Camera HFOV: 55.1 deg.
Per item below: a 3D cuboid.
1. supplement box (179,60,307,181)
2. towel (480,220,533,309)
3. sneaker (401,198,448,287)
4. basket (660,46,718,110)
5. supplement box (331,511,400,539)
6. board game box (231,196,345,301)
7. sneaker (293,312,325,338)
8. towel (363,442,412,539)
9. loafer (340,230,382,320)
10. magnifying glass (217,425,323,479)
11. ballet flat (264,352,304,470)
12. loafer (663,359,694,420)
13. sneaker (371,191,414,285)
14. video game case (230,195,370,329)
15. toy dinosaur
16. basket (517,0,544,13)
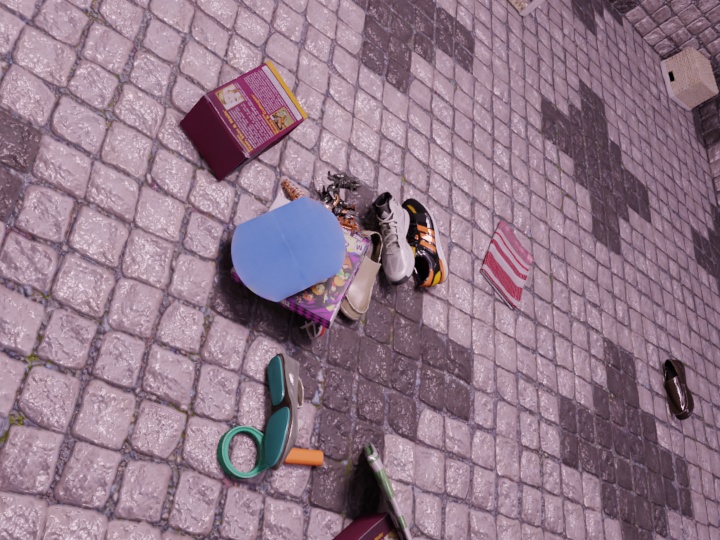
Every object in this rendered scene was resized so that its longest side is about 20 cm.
[{"bbox_3d":[-0.211,-0.277,1.272,0.132,0.102,0.200,54,43,-9],"label":"supplement box"},{"bbox_3d":[0.379,-0.017,1.774,0.144,0.023,0.202,46,46,-17],"label":"towel"},{"bbox_3d":[0.128,-0.062,1.518,0.089,0.069,0.206,-14,83,-49],"label":"sneaker"},{"bbox_3d":[1.500,-0.877,3.148,0.196,0.159,0.204,13,63,-37],"label":"basket"},{"bbox_3d":[0.029,0.524,1.139,0.109,0.085,0.205,-21,86,-47],"label":"supplement box"},{"bbox_3d":[-0.121,-0.030,1.183,0.196,0.039,0.161,-25,69,-13],"label":"board game box"},{"bbox_3d":[-0.078,0.025,1.281,0.084,0.076,0.206,13,63,-44],"label":"sneaker"},{"bbox_3d":[0.054,0.405,1.193,0.023,0.153,0.205,-22,84,-6],"label":"towel"},{"bbox_3d":[0.000,0.000,1.368,0.075,0.068,0.205,28,54,-30],"label":"loafer"},{"bbox_3d":[-0.143,0.300,1.126,0.196,0.022,0.082,18,59,-38],"label":"magnifying glass"},{"bbox_3d":[-0.118,0.232,1.133,0.063,0.067,0.205,28,43,-36],"label":"ballet flat"},{"bbox_3d":[0.970,0.364,2.134,0.070,0.073,0.204,27,46,-25],"label":"loafer"},{"bbox_3d":[0.056,-0.075,1.431,0.116,0.074,0.205,48,32,-47],"label":"sneaker"},{"bbox_3d":[-0.103,-0.019,1.223,0.196,0.036,0.184,26,60,4],"label":"video game case"},{"bbox_3d":[-0.060,-0.120,1.346,0.200,0.101,0.137,46,50,-18],"label":"toy dinosaur"},{"bbox_3d":[0.563,-0.988,2.322,0.122,0.134,0.204,31,52,-25],"label":"basket"}]
